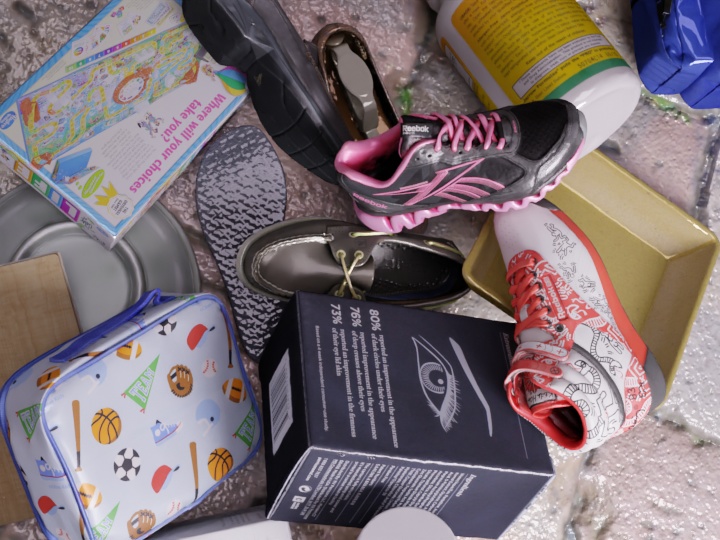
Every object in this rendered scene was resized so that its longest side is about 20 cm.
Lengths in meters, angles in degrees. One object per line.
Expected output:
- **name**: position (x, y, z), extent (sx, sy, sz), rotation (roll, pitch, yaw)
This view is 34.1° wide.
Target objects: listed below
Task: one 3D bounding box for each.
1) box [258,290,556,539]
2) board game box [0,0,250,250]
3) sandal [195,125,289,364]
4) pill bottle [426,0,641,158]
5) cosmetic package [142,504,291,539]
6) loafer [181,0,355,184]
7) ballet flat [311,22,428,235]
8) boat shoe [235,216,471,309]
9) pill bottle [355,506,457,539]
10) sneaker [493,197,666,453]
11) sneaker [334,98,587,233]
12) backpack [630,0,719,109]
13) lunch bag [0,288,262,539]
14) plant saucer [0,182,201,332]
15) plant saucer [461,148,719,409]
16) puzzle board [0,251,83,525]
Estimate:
- **box**: position (0.031, 0.114, 0.907), extent (0.199, 0.104, 0.148), rotation (11, 46, -19)
- **board game box**: position (-0.188, -0.133, 0.947), extent (0.134, 0.034, 0.200), rotation (40, 63, -4)
- **sandal**: position (-0.093, -0.020, 0.981), extent (0.076, 0.043, 0.201), rotation (-9, 95, -4)
- **pill bottle**: position (0.133, -0.192, 0.982), extent (0.113, 0.113, 0.200), rotation (-29, 69, -12)
- **cosmetic package**: position (-0.151, 0.241, 0.904), extent (0.199, 0.113, 0.081), rotation (-11, 86, -10)
- **loafer**: position (-0.056, -0.163, 0.954), extent (0.072, 0.073, 0.200), rotation (-43, 104, -33)
- **ballet flat**: position (0.007, -0.117, 0.991), extent (0.068, 0.067, 0.201), rotation (-25, 89, -12)
- **boat shoe**: position (0.000, -0.003, 0.955), extent (0.201, 0.060, 0.072), rotation (2, 100, -26)
- **pill bottle**: position (0.036, 0.254, 0.882), extent (0.104, 0.200, 0.105), rotation (-1, 54, 2)
- **sneaker**: position (0.140, 0.038, 0.882), extent (0.108, 0.067, 0.202), rotation (-26, 81, -37)
- **sneaker**: position (0.069, -0.089, 0.886), extent (0.199, 0.095, 0.079), rotation (-17, 57, 21)
- **backpack**: position (0.322, -0.254, 1.015), extent (0.167, 0.163, 0.201), rotation (-1, 85, -7)
- **lunch bag**: position (-0.167, 0.105, 0.884), extent (0.200, 0.075, 0.161), rotation (-34, 113, -45)
- **plant saucer**: position (-0.227, 0.016, 0.944), extent (0.199, 0.050, 0.201), rotation (1, 84, -11)
- **plant saucer**: position (0.192, -0.003, 0.997), extent (0.200, 0.048, 0.200), rotation (34, 57, -5)
- **puzzle board**: position (-0.278, 0.097, 0.910), extent (0.150, 0.017, 0.201), rotation (-13, 100, 3)
